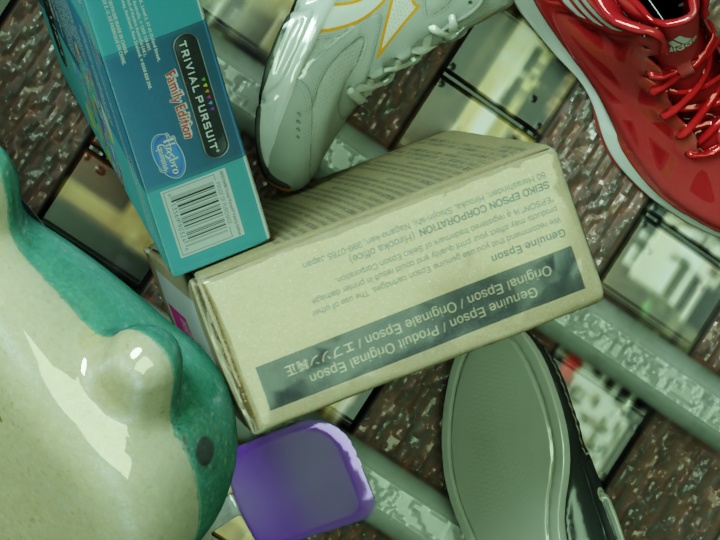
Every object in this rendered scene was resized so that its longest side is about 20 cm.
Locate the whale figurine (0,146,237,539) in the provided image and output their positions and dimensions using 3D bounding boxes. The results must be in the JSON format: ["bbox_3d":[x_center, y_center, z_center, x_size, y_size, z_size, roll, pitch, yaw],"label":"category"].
[{"bbox_3d":[-0.122,0.030,1.054,0.104,0.159,0.201,-40,113,-42],"label":"whale figurine"}]

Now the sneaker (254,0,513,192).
[{"bbox_3d":[0.019,-0.122,1.221,0.092,0.076,0.201,25,90,2],"label":"sneaker"}]

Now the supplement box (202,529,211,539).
[{"bbox_3d":[-0.163,0.137,1.165,0.200,0.126,0.074,-37,74,-16],"label":"supplement box"}]

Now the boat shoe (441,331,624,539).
[{"bbox_3d":[0.094,0.124,1.271,0.060,0.074,0.201,-4,77,-50],"label":"boat shoe"}]

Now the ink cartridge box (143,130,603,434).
[{"bbox_3d":[0.000,0.000,1.171,0.164,0.200,0.075,-22,99,-8],"label":"ink cartridge box"}]

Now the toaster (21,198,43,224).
[{"bbox_3d":[-0.222,0.005,1.132,0.200,0.119,0.181,-40,134,-4],"label":"toaster"}]

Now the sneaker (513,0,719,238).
[{"bbox_3d":[0.149,-0.087,1.236,0.200,0.116,0.078,44,87,-10],"label":"sneaker"}]

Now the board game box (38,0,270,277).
[{"bbox_3d":[-0.104,-0.113,1.119,0.047,0.200,0.151,-21,124,-9],"label":"board game box"}]

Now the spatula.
[{"bbox_3d":[-0.093,0.128,1.255,0.199,0.021,0.057,-23,100,-8],"label":"spatula"}]
